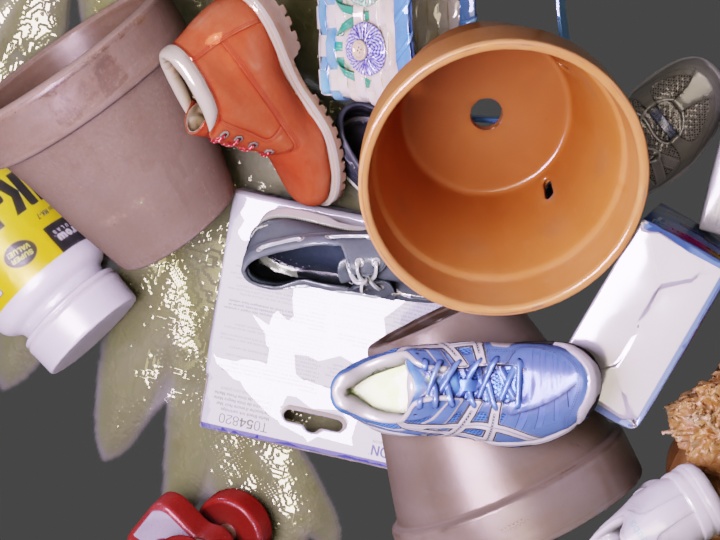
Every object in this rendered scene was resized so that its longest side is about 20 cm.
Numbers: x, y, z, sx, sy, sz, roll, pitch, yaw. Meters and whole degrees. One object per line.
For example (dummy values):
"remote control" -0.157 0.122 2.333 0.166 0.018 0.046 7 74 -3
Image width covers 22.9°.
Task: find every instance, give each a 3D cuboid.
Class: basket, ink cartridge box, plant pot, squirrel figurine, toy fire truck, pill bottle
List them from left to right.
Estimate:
"pill bottle" -0.286 -0.020 1.470 0.114 0.114 0.200 -44 87 14
"plant pot" -0.190 -0.102 1.413 0.199 0.201 0.175 -31 107 14
"toy fire truck" -0.124 0.291 1.485 0.200 0.112 0.168 43 122 5
"ink cartridge box" -0.023 0.048 1.456 0.197 0.041 0.202 12 99 9
"basket" 0.065 -0.195 1.355 0.198 0.139 0.178 -2 97 21
"plant pot" 0.090 0.115 1.353 0.198 0.200 0.175 -24 93 14
"plant pot" 0.094 -0.088 1.254 0.198 0.140 0.202 -1 115 -2
"ink cartridge box" 0.215 0.028 1.319 0.076 0.200 0.137 31 102 7
"squirrel figurine" 0.301 0.102 1.308 0.140 0.200 0.189 16 113 17

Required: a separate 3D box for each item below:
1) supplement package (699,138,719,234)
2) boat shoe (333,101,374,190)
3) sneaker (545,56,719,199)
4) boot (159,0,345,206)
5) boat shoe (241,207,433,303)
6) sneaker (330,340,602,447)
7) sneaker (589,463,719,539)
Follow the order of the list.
"supplement package" 0.362 -0.063 1.318 0.198 0.114 0.111 14 99 10
"boat shoe" 0.050 -0.061 1.392 0.075 0.062 0.200 -43 71 -16
"sneaker" 0.204 -0.082 1.368 0.075 0.082 0.200 45 104 4
"boot" -0.085 -0.116 1.372 0.107 0.075 0.201 -41 124 -23
"boat shoe" 0.000 0.000 1.371 0.198 0.062 0.073 10 128 22
"sneaker" 0.070 0.087 1.234 0.198 0.077 0.077 -8 82 25
"sneaker" 0.200 0.196 1.283 0.088 0.200 0.076 -29 70 -11
